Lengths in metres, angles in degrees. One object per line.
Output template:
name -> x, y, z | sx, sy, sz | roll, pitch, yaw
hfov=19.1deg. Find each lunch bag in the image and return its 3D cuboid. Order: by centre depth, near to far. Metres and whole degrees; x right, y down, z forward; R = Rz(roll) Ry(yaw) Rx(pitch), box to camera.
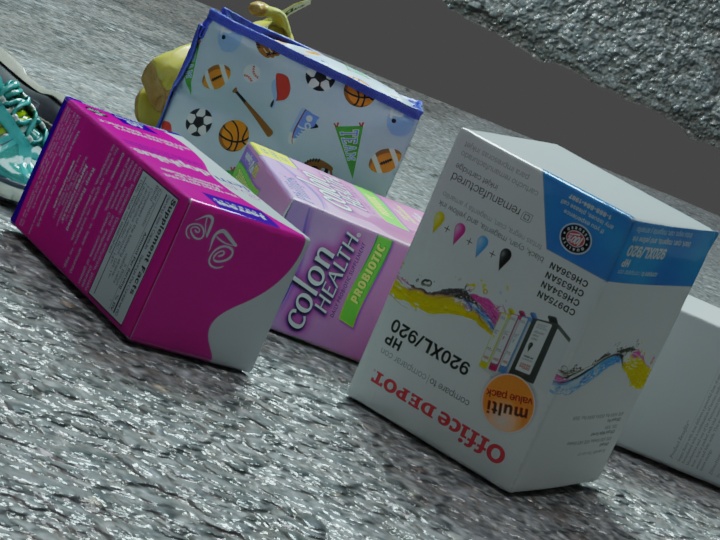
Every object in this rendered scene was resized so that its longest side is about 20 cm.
lunch bag -> -0.069, -0.105, 1.783 | 0.199, 0.171, 0.124 | 23, 7, -3

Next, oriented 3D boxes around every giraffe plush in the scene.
giraffe plush -> -0.095, -0.140, 2.022 | 0.163, 0.199, 0.173 | 61, 8, 12

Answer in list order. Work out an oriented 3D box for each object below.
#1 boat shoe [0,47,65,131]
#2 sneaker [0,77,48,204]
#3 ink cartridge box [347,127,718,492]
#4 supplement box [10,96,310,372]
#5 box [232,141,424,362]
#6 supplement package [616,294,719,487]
boat shoe -> -0.275, -0.116, 1.735 | 0.063, 0.073, 0.200 | -32, 49, -24
sneaker -> -0.263, -0.100, 1.557 | 0.199, 0.080, 0.078 | 25, 10, -3
ink cartridge box -> 0.115, 0.028, 1.450 | 0.147, 0.201, 0.144 | 30, 14, 28
supplement box -> -0.136, -0.026, 1.420 | 0.101, 0.104, 0.200 | 18, 14, -38
box -> 0.000, 0.000, 1.618 | 0.199, 0.097, 0.176 | 21, 11, -18
supplement package -> 0.228, 0.074, 1.702 | 0.199, 0.122, 0.120 | 23, 10, -12
